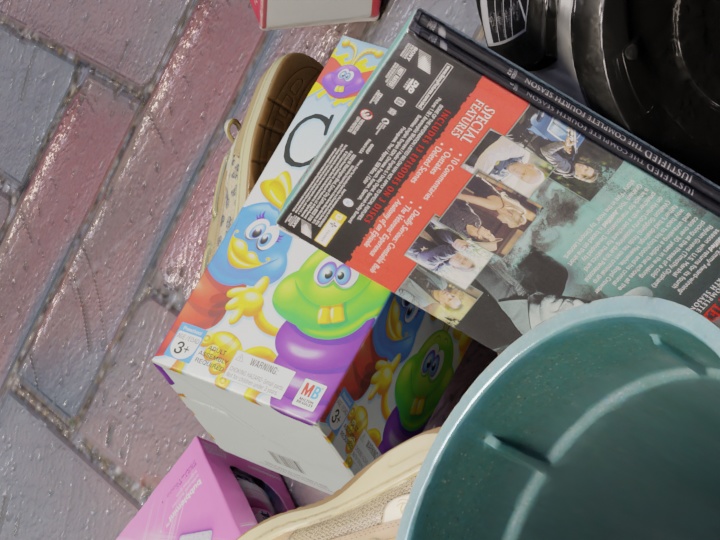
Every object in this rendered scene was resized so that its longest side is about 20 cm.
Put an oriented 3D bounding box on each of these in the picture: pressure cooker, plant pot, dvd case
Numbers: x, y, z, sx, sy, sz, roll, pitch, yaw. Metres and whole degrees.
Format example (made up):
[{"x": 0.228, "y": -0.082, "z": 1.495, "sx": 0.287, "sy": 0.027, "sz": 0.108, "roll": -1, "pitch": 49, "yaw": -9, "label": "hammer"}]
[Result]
[{"x": 0.148, "y": -0.134, "z": 1.055, "sx": 0.175, "sy": 0.179, "sz": 0.200, "roll": -36, "pitch": 23, "yaw": -4, "label": "pressure cooker"}, {"x": 0.146, "y": 0.139, "z": 0.883, "sx": 0.200, "sy": 0.195, "sz": 0.202, "roll": -29, "pitch": 49, "yaw": 38, "label": "plant pot"}, {"x": 0.076, "y": -0.018, "z": 1.003, "sx": 0.146, "sy": 0.199, "sz": 0.022, "roll": -53, "pitch": 9, "yaw": 46, "label": "dvd case"}]

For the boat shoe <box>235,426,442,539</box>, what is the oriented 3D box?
[{"x": -0.010, "y": 0.147, "z": 1.036, "sx": 0.200, "sy": 0.071, "sz": 0.065, "roll": -39, "pitch": 43, "yaw": 30, "label": "boat shoe"}]

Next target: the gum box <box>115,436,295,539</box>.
[{"x": -0.104, "y": 0.204, "z": 1.274, "sx": 0.201, "sy": 0.066, "sz": 0.114, "roll": -53, "pitch": 37, "yaw": 16, "label": "gum box"}]

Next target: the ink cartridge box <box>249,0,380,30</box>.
[{"x": -0.047, "y": -0.269, "z": 1.412, "sx": 0.201, "sy": 0.083, "sz": 0.146, "roll": -112, "pitch": 19, "yaw": -47, "label": "ink cartridge box"}]

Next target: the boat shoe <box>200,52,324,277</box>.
[{"x": -0.064, "y": -0.037, "z": 1.359, "sx": 0.062, "sy": 0.073, "sz": 0.202, "roll": -4, "pitch": 67, "yaw": 47, "label": "boat shoe"}]

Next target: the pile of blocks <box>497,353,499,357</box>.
[{"x": 0.132, "y": -0.001, "z": 1.082, "sx": 0.199, "sy": 0.082, "sz": 0.063, "roll": -21, "pitch": 54, "yaw": 45, "label": "pile of blocks"}]

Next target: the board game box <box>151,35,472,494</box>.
[{"x": 0.000, "y": 0.000, "z": 1.124, "sx": 0.104, "sy": 0.103, "sz": 0.201, "roll": 18, "pitch": 68, "yaw": 29, "label": "board game box"}]
